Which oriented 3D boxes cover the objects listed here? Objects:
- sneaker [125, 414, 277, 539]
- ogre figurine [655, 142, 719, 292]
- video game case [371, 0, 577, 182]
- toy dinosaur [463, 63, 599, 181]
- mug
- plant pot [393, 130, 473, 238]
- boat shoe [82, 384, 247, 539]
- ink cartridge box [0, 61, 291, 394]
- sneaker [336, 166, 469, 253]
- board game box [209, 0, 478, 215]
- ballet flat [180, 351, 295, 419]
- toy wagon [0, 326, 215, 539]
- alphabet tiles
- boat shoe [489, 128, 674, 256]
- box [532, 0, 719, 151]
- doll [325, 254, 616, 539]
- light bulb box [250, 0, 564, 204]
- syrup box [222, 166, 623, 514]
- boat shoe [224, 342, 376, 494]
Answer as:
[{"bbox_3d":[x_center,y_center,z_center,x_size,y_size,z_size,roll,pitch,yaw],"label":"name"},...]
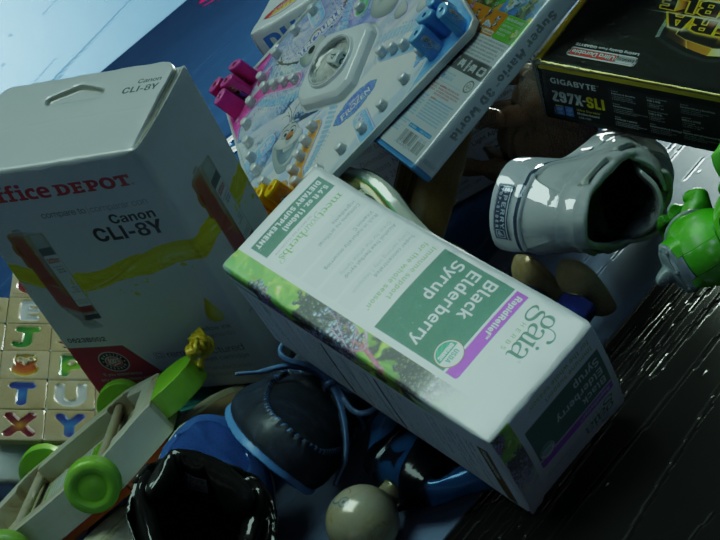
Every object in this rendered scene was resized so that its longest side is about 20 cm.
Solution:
[{"bbox_3d":[-0.080,0.122,0.869,0.077,0.111,0.200,7,37,-1],"label":"sneaker"},{"bbox_3d":[0.219,-0.046,0.831,0.200,0.098,0.120,-11,19,35],"label":"ogre figurine"},{"bbox_3d":[0.079,-0.153,1.030,0.200,0.018,0.143,-51,23,3],"label":"video game case"},{"bbox_3d":[0.135,-0.094,1.117,0.200,0.135,0.086,115,168,-65],"label":"toy dinosaur"},{"bbox_3d":[-0.251,0.157,1.167,0.149,0.187,0.153,6,24,-12],"label":"mug"},{"bbox_3d":[0.046,-0.074,1.126,0.200,0.027,0.200,-165,90,-86],"label":"plant pot"},{"bbox_3d":[-0.093,0.142,0.986,0.069,0.074,0.200,-3,33,35],"label":"boat shoe"},{"bbox_3d":[-0.141,-0.020,1.029,0.145,0.200,0.083,-6,42,27],"label":"ink cartridge box"},{"bbox_3d":[0.000,0.000,1.024,0.089,0.077,0.200,-26,39,-24],"label":"sneaker"},{"bbox_3d":[-0.021,-0.142,1.109,0.200,0.026,0.200,-46,32,17],"label":"board game box"},{"bbox_3d":[-0.065,0.068,1.101,0.200,0.072,0.072,-26,18,2],"label":"ballet flat"},{"bbox_3d":[-0.159,0.113,0.995,0.200,0.040,0.155,-39,12,8],"label":"toy wagon"},{"bbox_3d":[-0.204,0.059,1.166,0.166,0.006,0.200,1,33,-8],"label":"alphabet tiles"},{"bbox_3d":[0.147,-0.039,0.950,0.065,0.074,0.200,11,19,31],"label":"boat shoe"},{"bbox_3d":[0.228,-0.139,0.971,0.200,0.049,0.160,17,51,32],"label":"box"},{"bbox_3d":[0.052,0.078,0.898,0.200,0.048,0.136,-49,28,-20],"label":"doll"},{"bbox_3d":[0.056,-0.168,1.269,0.198,0.200,0.125,-30,19,17],"label":"light bulb box"},{"bbox_3d":[0.031,0.032,0.847,0.200,0.081,0.079,31,73,38],"label":"syrup box"},{"bbox_3d":[-0.031,0.071,0.955,0.069,0.084,0.200,-47,6,7],"label":"boat shoe"}]
